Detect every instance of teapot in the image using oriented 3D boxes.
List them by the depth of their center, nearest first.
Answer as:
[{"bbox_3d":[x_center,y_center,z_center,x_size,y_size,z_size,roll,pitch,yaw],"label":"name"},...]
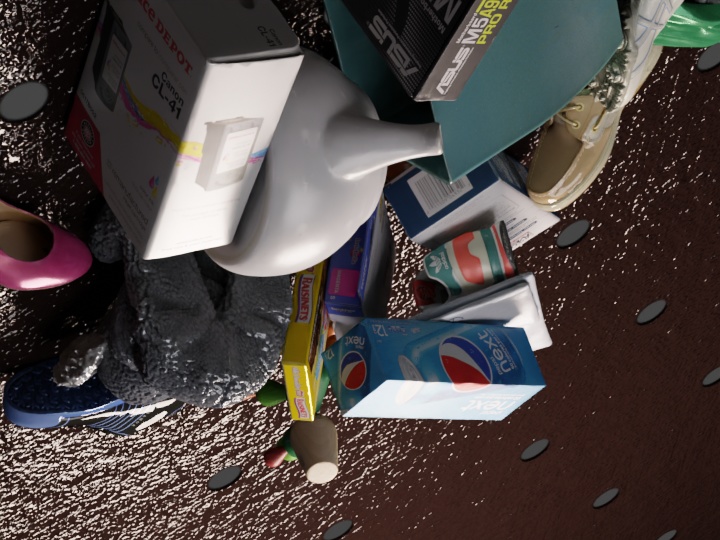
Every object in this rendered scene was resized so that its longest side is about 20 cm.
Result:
[{"bbox_3d":[-0.048,-0.089,1.554,0.146,0.200,0.198,-6,135,-31],"label":"teapot"}]

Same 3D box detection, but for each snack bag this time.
[{"bbox_3d":[0.083,0.073,1.828,0.188,0.021,0.200,-22,158,2],"label":"snack bag"}]

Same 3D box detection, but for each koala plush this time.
[{"bbox_3d":[-0.168,0.055,1.686,0.177,0.184,0.200,5,154,-32],"label":"koala plush"}]

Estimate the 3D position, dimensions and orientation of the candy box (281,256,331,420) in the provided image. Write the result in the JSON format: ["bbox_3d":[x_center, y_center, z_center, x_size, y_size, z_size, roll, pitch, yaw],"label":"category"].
[{"bbox_3d":[-0.041,0.021,1.733,0.026,0.200,0.102,6,149,5],"label":"candy box"}]

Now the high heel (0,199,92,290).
[{"bbox_3d":[-0.273,-0.043,1.527,0.200,0.067,0.096,19,134,-39],"label":"high heel"}]

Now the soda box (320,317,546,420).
[{"bbox_3d":[0.066,0.088,1.741,0.200,0.064,0.068,4,146,-43],"label":"soda box"}]

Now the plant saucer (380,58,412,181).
[{"bbox_3d":[0.057,-0.158,1.710,0.200,0.032,0.200,-23,148,-15],"label":"plant saucer"}]

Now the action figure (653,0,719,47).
[{"bbox_3d":[0.258,-0.226,1.722,0.200,0.055,0.118,4,157,-19],"label":"action figure"}]

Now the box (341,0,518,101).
[{"bbox_3d":[0.041,-0.245,1.400,0.044,0.200,0.160,-3,139,-41],"label":"box"}]

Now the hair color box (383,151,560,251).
[{"bbox_3d":[0.105,-0.061,1.825,0.100,0.061,0.200,-33,161,13],"label":"hair color box"}]

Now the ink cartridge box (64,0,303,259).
[{"bbox_3d":[-0.134,-0.130,1.453,0.086,0.148,0.200,-13,143,-32],"label":"ink cartridge box"}]

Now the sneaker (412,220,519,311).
[{"bbox_3d":[0.092,0.015,1.829,0.093,0.070,0.200,-13,161,-4],"label":"sneaker"}]

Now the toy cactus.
[{"bbox_3d":[-0.059,0.130,1.898,0.102,0.165,0.200,7,129,-21],"label":"toy cactus"}]

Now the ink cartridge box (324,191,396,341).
[{"bbox_3d":[0.000,0.000,1.775,0.042,0.120,0.200,7,160,6],"label":"ink cartridge box"}]

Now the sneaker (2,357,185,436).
[{"bbox_3d":[-0.236,0.120,1.793,0.200,0.070,0.078,-10,138,-35],"label":"sneaker"}]

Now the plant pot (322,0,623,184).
[{"bbox_3d":[0.099,-0.191,1.567,0.200,0.141,0.141,-29,124,-21],"label":"plant pot"}]

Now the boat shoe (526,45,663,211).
[{"bbox_3d":[0.198,-0.152,1.783,0.069,0.074,0.200,35,80,-44],"label":"boat shoe"}]

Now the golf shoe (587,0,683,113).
[{"bbox_3d":[0.240,-0.220,1.629,0.097,0.078,0.200,-12,133,-22],"label":"golf shoe"}]
